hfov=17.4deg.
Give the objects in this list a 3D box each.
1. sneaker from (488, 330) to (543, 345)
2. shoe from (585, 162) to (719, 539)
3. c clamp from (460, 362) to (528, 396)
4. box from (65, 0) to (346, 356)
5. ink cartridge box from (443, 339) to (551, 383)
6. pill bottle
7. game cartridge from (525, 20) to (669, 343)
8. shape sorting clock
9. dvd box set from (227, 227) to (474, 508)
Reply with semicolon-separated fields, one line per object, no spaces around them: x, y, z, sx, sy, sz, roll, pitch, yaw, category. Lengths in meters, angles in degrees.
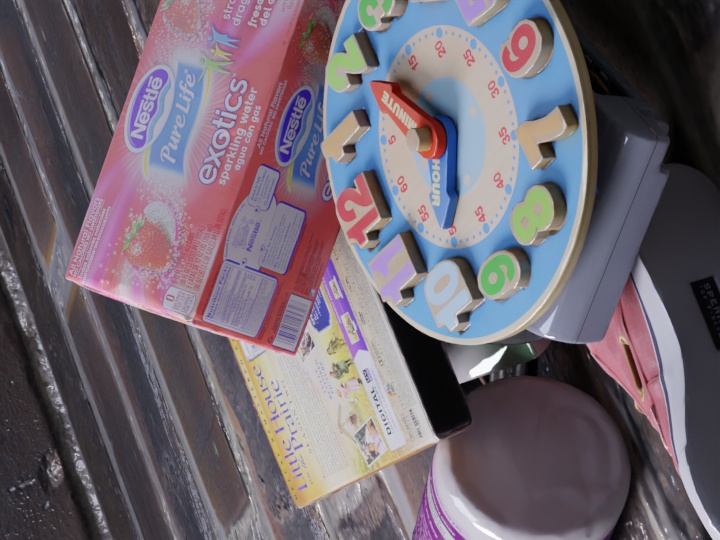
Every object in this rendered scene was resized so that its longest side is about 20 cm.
0.067;-0.049;1.275;0.071;0.098;0.201;175;79;-75;sneaker
0.162;0.054;1.126;0.091;0.071;0.200;115;140;-69;shoe
0.066;0.008;1.475;0.171;0.027;0.200;49;151;45;c clamp
-0.064;-0.067;1.252;0.095;0.103;0.200;18;89;33;box
0.000;0.000;1.389;0.200;0.050;0.161;-22;106;37;ink cartridge box
0.089;0.154;1.390;0.200;0.112;0.112;101;147;-59;pill bottle
0.078;-0.059;1.153;0.200;0.041;0.133;55;130;49;game cartridge
0.041;-0.064;1.116;0.200;0.039;0.200;21;116;53;shape sorting clock
-0.014;0.049;1.357;0.200;0.029;0.146;-36;74;61;dvd box set
